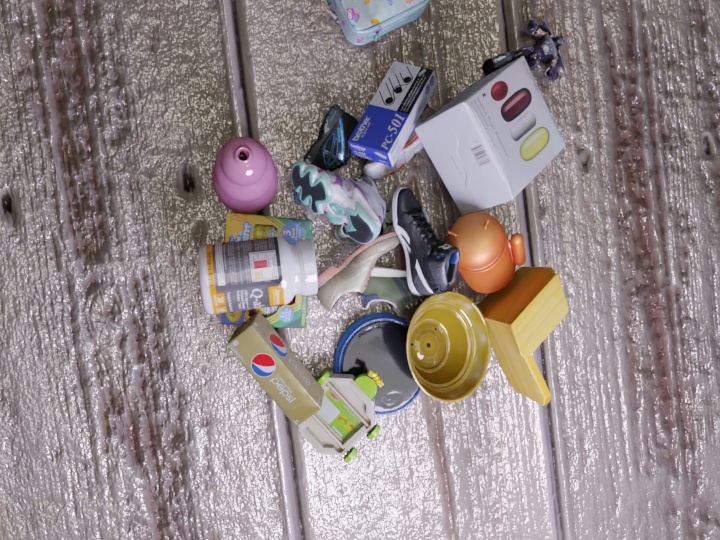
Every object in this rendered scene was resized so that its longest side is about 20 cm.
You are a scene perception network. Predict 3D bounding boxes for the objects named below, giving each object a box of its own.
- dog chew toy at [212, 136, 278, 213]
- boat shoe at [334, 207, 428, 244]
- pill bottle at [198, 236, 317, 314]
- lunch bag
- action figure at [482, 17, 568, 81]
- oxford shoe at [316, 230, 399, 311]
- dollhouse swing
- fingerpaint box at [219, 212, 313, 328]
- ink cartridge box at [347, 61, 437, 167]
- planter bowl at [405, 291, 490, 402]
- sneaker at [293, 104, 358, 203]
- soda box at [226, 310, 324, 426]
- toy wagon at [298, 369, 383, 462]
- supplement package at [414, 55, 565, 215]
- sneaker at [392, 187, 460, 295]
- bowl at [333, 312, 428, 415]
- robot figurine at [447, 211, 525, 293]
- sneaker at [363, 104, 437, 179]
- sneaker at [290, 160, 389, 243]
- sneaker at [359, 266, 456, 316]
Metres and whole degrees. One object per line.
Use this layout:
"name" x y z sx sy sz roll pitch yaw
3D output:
"dog chew toy" -0.204 -0.174 1.012 0.120 0.200 0.129 1 85 -10
"boat shoe" 0.046 -0.084 1.132 0.194 0.062 0.075 -12 93 -10
"pill bottle" -0.175 0.005 0.992 0.193 0.116 0.121 -7 92 -10
"lunch bag" 0.031 -0.540 1.114 0.196 0.077 0.164 -28 97 -8
"action figure" 0.353 -0.439 1.180 0.196 0.069 0.133 -30 87 -12
"oxford shoe" 0.000 0.000 1.089 0.197 0.071 0.075 -35 83 5
"dollhouse swing" 0.336 0.122 1.118 0.182 0.200 0.176 -44 97 -6
"fingerpaint box" -0.178 0.001 1.088 0.161 0.073 0.207 5 90 -10
"ink cartridge box" 0.063 -0.302 1.098 0.092 0.044 0.204 20 72 25
"planter bowl" 0.151 0.146 1.112 0.195 0.083 0.208 3 83 -28
"sneaker" -0.064 -0.215 1.104 0.080 0.073 0.204 28 86 -9
"soda box" -0.150 0.178 1.036 0.063 0.068 0.202 -35 103 12
"toy wagon" -0.030 0.265 1.104 0.155 0.040 0.200 45 103 -1
"supplement package" 0.246 -0.251 1.083 0.199 0.146 0.194 -41 105 -29
"sneaker" 0.128 -0.058 1.050 0.072 0.110 0.207 -19 99 -41
"bowl" 0.043 0.189 1.149 0.194 0.039 0.208 0 91 -10
"robot figurine" 0.235 -0.034 1.104 0.118 0.143 0.200 -51 142 -6
"sneaker" 0.075 -0.260 1.140 0.198 0.077 0.083 -37 77 -12
"sneaker" -0.030 -0.153 1.076 0.199 0.078 0.141 41 44 -7
"sneaker" 0.091 0.046 1.141 0.193 0.067 0.093 6 88 -3
